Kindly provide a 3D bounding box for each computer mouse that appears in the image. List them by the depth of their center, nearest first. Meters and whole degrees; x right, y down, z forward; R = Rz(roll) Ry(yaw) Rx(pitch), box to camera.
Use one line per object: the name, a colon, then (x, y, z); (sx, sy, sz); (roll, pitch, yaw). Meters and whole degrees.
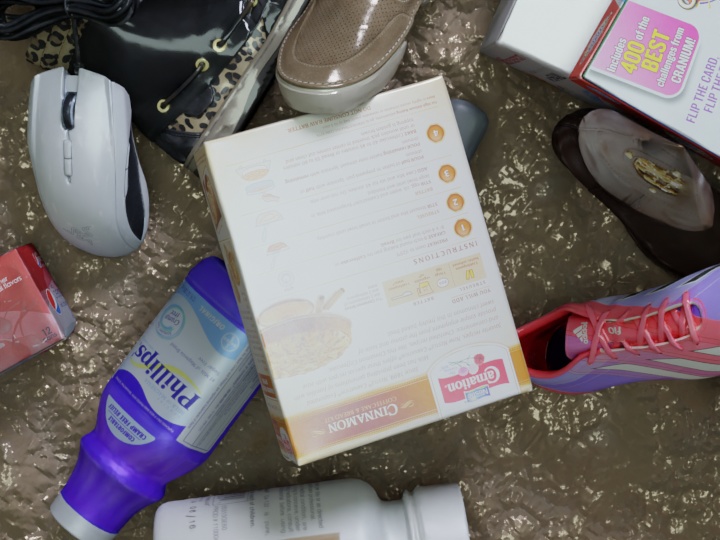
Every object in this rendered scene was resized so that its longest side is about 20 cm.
computer mouse: (-0.177, -0.090, 0.996); (0.109, 0.044, 0.201); (3, 119, 15)

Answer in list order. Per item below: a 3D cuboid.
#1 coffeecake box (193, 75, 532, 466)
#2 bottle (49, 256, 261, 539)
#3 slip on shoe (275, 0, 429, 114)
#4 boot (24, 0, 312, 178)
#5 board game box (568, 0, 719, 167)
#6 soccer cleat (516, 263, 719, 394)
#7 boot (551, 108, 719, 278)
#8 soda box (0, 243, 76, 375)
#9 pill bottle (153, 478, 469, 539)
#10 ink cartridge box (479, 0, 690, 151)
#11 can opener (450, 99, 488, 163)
coffeecake box: (0.000, 0.000, 0.969); (0.153, 0.073, 0.201); (-16, 92, -11)
bottle: (-0.127, 0.090, 1.033); (0.083, 0.065, 0.200); (39, 93, 29)
slip on shoe: (0.006, -0.173, 0.969); (0.076, 0.200, 0.061); (16, 138, 25)
boot: (-0.112, -0.178, 1.020); (0.150, 0.073, 0.200); (29, 98, -3)
board game box: (0.246, -0.128, 0.916); (0.200, 0.040, 0.153); (30, 94, -4)
soccer cleat: (0.174, 0.038, 0.984); (0.076, 0.200, 0.067); (7, 73, -39)
boot: (0.199, -0.037, 0.969); (0.186, 0.200, 0.064); (34, 93, -3)
soda box: (-0.291, 0.058, 1.034); (0.200, 0.063, 0.070); (-28, 95, 0)
pill bottle: (-0.028, 0.195, 1.023); (0.199, 0.114, 0.115); (-7, 94, -1)
ink cartridge box: (0.170, -0.166, 0.996); (0.199, 0.129, 0.126); (24, 94, -3)
can opener: (0.018, -0.026, 1.040); (0.066, 0.053, 0.200); (32, 93, -2)
